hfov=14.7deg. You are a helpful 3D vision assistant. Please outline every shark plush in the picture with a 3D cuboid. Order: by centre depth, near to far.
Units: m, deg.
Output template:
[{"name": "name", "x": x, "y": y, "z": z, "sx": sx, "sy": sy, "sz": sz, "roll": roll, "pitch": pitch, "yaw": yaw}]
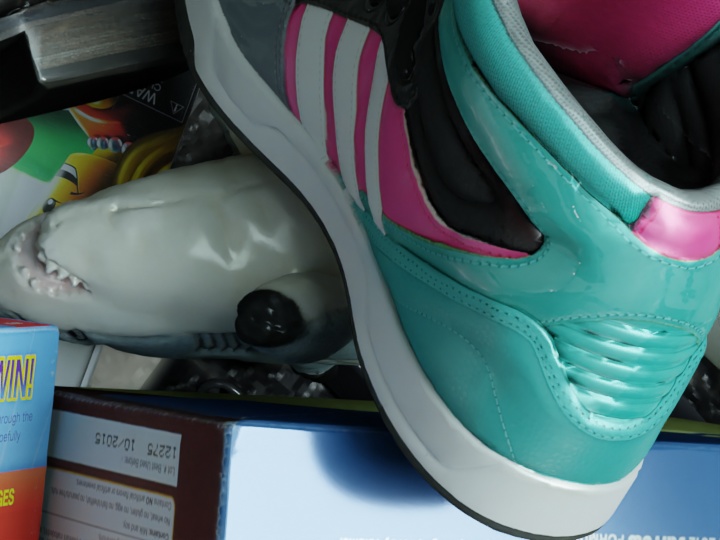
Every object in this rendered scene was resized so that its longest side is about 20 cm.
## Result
[{"name": "shark plush", "x": 0.000, "y": 0.000, "z": 0.741, "sx": 0.200, "sy": 0.083, "sz": 0.091, "roll": 2, "pitch": 57, "yaw": -44}]

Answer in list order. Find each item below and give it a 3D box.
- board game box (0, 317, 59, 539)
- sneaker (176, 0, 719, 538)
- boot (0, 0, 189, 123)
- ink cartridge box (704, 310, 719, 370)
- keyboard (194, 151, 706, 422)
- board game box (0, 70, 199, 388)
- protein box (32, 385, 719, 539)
[{"name": "board game box", "x": -0.139, "y": 0.107, "z": 0.606, "sx": 0.056, "sy": 0.200, "sz": 0.196, "roll": 7, "pitch": 91, "yaw": 17}, {"name": "sneaker", "x": 0.027, "y": -0.054, "z": 0.618, "sx": 0.084, "sy": 0.121, "sz": 0.200, "roll": 2, "pitch": 44, "yaw": -36}, {"name": "boot", "x": -0.133, "y": -0.119, "z": 0.686, "sx": 0.200, "sy": 0.069, "sz": 0.174, "roll": -12, "pitch": 87, "yaw": -37}, {"name": "ink cartridge box", "x": 0.082, "y": -0.070, "z": 0.726, "sx": 0.200, "sy": 0.145, "sz": 0.084, "roll": 43, "pitch": 72, "yaw": 8}, {"name": "keyboard", "x": 0.025, "y": 0.045, "z": 0.796, "sx": 0.200, "sy": 0.021, "sz": 0.127, "roll": 45, "pitch": 68, "yaw": -12}, {"name": "board game box", "x": -0.147, "y": -0.046, "z": 0.721, "sx": 0.200, "sy": 0.035, "sz": 0.126, "roll": 24, "pitch": 75, "yaw": -20}, {"name": "protein box", "x": 0.022, "y": 0.136, "z": 0.701, "sx": 0.198, "sy": 0.135, "sz": 0.200, "roll": 4, "pitch": 90, "yaw": -26}]
